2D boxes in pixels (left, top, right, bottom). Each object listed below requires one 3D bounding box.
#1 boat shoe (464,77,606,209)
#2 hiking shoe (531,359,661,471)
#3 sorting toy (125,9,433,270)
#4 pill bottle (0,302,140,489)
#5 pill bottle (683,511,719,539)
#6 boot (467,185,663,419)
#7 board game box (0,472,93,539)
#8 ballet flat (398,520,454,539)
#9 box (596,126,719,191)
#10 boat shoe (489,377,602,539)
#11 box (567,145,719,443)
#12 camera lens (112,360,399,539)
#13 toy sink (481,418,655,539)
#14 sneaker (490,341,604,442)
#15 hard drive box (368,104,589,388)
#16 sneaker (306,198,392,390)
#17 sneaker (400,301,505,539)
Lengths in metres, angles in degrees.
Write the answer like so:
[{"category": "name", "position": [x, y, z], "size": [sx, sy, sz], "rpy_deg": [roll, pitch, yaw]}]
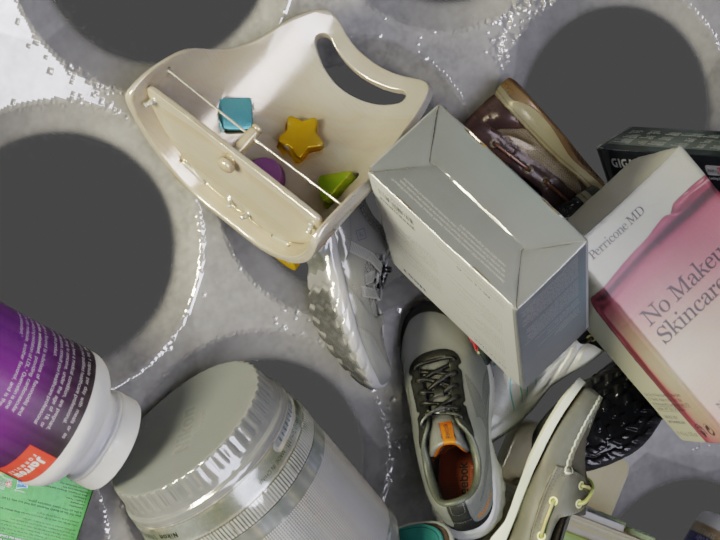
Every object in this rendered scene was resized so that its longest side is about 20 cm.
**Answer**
[{"category": "boat shoe", "position": [0.161, -0.069, 1.767], "size": [0.072, 0.072, 0.200], "rpy_deg": [-41, 116, 4]}, {"category": "hiking shoe", "position": [0.221, 0.119, 1.801], "size": [0.200, 0.101, 0.076], "rpy_deg": [-32, 81, -24]}, {"category": "sorting toy", "position": [-0.044, -0.114, 1.618], "size": [0.180, 0.200, 0.107], "rpy_deg": [-45, 159, -18]}, {"category": "pill bottle", "position": [-0.266, 0.088, 1.566], "size": [0.200, 0.112, 0.113], "rpy_deg": [31, 86, -26]}, {"category": "pill bottle", "position": [0.306, 0.327, 1.876], "size": [0.116, 0.116, 0.200], "rpy_deg": [33, 85, -26]}, {"category": "boot", "position": [0.170, 0.051, 1.723], "size": [0.153, 0.073, 0.204], "rpy_deg": [-25, 96, -5]}, {"category": "board game box", "position": [-0.310, 0.183, 1.613], "size": [0.199, 0.023, 0.105], "rpy_deg": [19, 89, -26]}, {"category": "ballet flat", "position": [0.010, 0.269, 1.725], "size": [0.200, 0.070, 0.069], "rpy_deg": [-36, 117, 22]}, {"category": "box", "position": [0.298, -0.037, 1.758], "size": [0.046, 0.200, 0.159], "rpy_deg": [-31, 112, -27]}, {"category": "boat shoe", "position": [0.154, 0.186, 1.693], "size": [0.060, 0.072, 0.202], "rpy_deg": [25, 99, 15]}, {"category": "box", "position": [0.252, 0.021, 1.642], "size": [0.128, 0.109, 0.200], "rpy_deg": [-42, 96, -11]}, {"category": "camera lens", "position": [-0.077, 0.191, 1.646], "size": [0.160, 0.160, 0.200], "rpy_deg": [-44, 114, -12]}, {"category": "toy sink", "position": [0.171, 0.247, 1.800], "size": [0.130, 0.112, 0.201], "rpy_deg": [24, 89, -27]}, {"category": "sneaker", "position": [0.128, 0.083, 1.784], "size": [0.200, 0.070, 0.080], "rpy_deg": [-41, 91, -9]}, {"category": "hard drive box", "position": [0.092, -0.014, 1.584], "size": [0.077, 0.200, 0.156], "rpy_deg": [-43, 72, -10]}, {"category": "sneaker", "position": [0.000, 0.000, 1.694], "size": [0.082, 0.075, 0.201], "rpy_deg": [-20, 107, -19]}, {"category": "sneaker", "position": [0.074, 0.115, 1.709], "size": [0.074, 0.079, 0.201], "rpy_deg": [-15, 68, 9]}]
